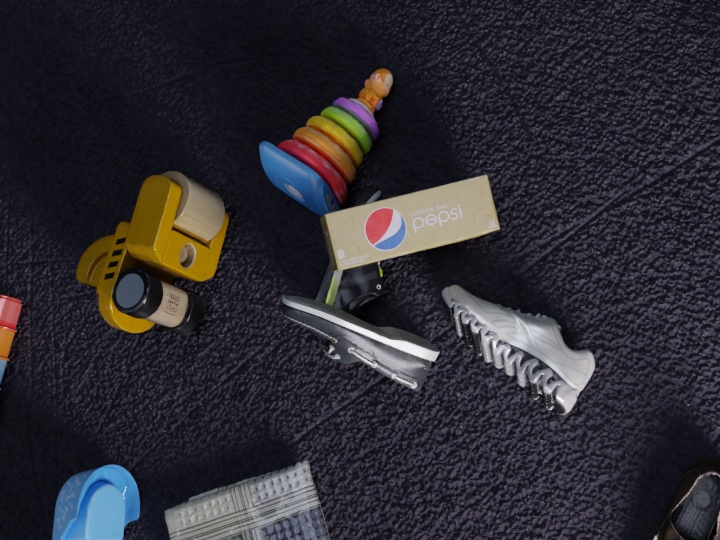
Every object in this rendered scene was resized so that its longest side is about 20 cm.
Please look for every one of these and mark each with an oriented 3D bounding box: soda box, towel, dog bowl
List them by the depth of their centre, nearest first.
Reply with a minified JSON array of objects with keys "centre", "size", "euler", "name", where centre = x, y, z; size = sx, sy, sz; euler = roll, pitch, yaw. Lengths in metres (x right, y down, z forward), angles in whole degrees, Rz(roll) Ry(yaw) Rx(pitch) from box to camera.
[{"centre":[0.057,-0.055,1.330],"size":[0.198,0.064,0.069],"euler":[-14,90,-7],"name":"soda box"},{"centre":[-0.127,0.348,1.366],"size":[0.198,0.035,0.195],"euler":[-20,76,10],"name":"towel"},{"centre":[-0.328,0.339,1.389],"size":[0.049,0.111,0.202],"euler":[-4,77,30],"name":"dog bowl"}]

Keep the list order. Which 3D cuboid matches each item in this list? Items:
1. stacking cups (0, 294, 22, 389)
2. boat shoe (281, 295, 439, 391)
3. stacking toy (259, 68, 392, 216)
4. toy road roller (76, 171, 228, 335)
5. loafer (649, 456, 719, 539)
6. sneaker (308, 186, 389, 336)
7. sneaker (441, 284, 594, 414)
[{"centre":[-0.498,0.133,1.516],"size":[0.060,0.061,0.202],"euler":[10,77,19],"name":"stacking cups"},{"centre":[-0.006,0.085,1.321],"size":[0.198,0.076,0.061],"euler":[22,98,-10],"name":"boat shoe"},{"centre":[-0.020,-0.171,1.413],"size":[0.109,0.116,0.201],"euler":[32,75,26],"name":"stacking toy"},{"centre":[-0.269,-0.023,1.433],"size":[0.145,0.123,0.202],"euler":[12,80,31],"name":"toy road roller"},{"centre":[0.338,0.291,1.205],"size":[0.072,0.071,0.202],"euler":[17,84,20],"name":"loafer"},{"centre":[0.000,0.000,1.389],"size":[0.082,0.072,0.202],"euler":[21,86,-3],"name":"sneaker"},{"centre":[0.179,0.076,1.309],"size":[0.199,0.075,0.081],"euler":[39,78,18],"name":"sneaker"}]
